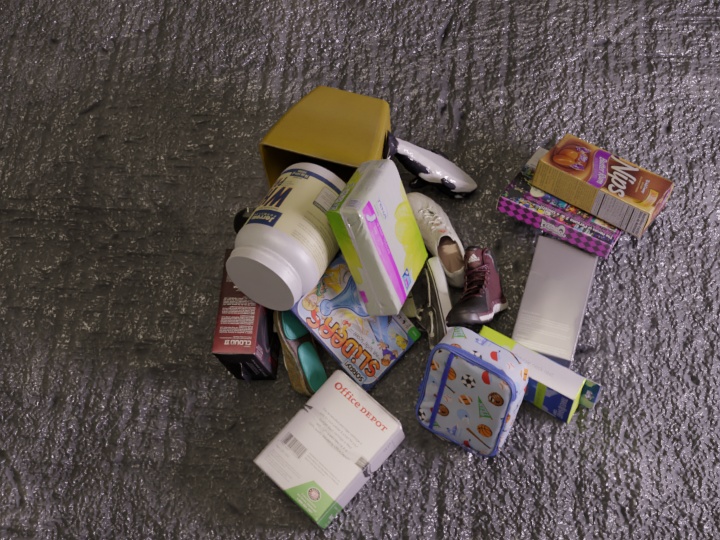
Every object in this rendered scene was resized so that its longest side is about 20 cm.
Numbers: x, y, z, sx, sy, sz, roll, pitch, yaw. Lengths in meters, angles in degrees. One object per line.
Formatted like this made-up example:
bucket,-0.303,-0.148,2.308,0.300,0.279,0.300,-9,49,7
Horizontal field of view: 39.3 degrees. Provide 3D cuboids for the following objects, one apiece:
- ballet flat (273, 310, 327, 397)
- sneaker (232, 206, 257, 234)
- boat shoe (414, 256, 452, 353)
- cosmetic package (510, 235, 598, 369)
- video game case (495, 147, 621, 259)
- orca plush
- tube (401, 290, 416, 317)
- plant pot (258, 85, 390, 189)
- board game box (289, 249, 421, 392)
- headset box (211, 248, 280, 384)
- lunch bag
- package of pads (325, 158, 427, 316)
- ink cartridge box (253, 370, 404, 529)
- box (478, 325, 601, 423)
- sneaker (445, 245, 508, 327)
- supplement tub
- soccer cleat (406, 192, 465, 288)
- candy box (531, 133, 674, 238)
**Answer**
ballet flat,-0.109,0.113,1.648,0.070,0.071,0.201,-16,97,2
sneaker,-0.125,-0.076,1.759,0.199,0.089,0.075,14,96,-11
boat shoe,0.122,0.080,1.637,0.063,0.071,0.201,-10,86,7
cosmetic package,0.313,0.055,1.633,0.106,0.090,0.201,16,69,13
video game case,0.351,-0.117,1.677,0.199,0.036,0.181,26,44,17
orca plush,0.106,-0.160,1.722,0.071,0.199,0.106,-49,49,26
tube,-0.008,0.066,1.698,0.199,0.052,0.058,-14,104,-2
plant pot,-0.038,-0.199,1.738,0.199,0.200,0.177,16,59,14
board game box,-0.011,0.080,1.632,0.135,0.034,0.200,-45,110,-10
headset box,-0.181,0.084,1.659,0.074,0.149,0.201,1,67,10
lunch bag,0.164,0.190,1.547,0.160,0.201,0.076,26,42,16
package of pads,0.032,-0.054,1.565,0.068,0.201,0.155,-3,36,29
ink cartridge box,-0.046,0.282,1.594,0.146,0.084,0.200,40,79,20
box,0.270,0.168,1.572,0.199,0.122,0.048,28,71,18
sneaker,0.175,0.022,1.596,0.075,0.200,0.116,-9,94,22
supplement tub,-0.106,-0.052,1.567,0.144,0.145,0.200,23,58,16
soccer cleat,0.131,-0.061,1.709,0.069,0.078,0.201,-29,67,-4
candy box,0.396,-0.142,1.646,0.199,0.057,0.117,30,43,19
